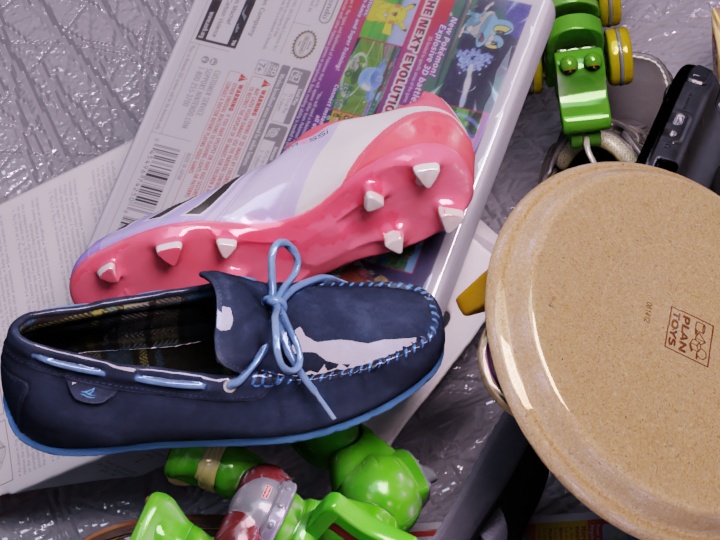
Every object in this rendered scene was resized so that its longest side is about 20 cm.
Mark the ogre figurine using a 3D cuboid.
[{"bbox_3d":[-0.040,0.124,1.086,0.119,0.098,0.200,23,31,1],"label":"ogre figurine"}]

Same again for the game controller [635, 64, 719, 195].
[{"bbox_3d":[0.143,-0.006,1.207,0.042,0.105,0.201,18,55,15],"label":"game controller"}]

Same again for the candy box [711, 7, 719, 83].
[{"bbox_3d":[0.252,-0.058,1.262,0.115,0.055,0.201,-6,49,4],"label":"candy box"}]

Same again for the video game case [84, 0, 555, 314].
[{"bbox_3d":[-0.020,-0.063,1.186,0.181,0.023,0.201,15,71,21],"label":"video game case"}]

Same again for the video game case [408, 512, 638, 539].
[{"bbox_3d":[0.100,0.174,1.118,0.199,0.017,0.144,-5,49,8],"label":"video game case"}]

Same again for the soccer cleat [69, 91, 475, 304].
[{"bbox_3d":[-0.041,-0.025,1.135,0.199,0.067,0.077,-20,34,10],"label":"soccer cleat"}]

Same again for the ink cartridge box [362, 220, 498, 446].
[{"bbox_3d":[0.000,0.000,1.228,0.117,0.067,0.200,-52,53,7],"label":"ink cartridge box"}]

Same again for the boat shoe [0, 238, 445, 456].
[{"bbox_3d":[-0.058,0.037,1.066,0.199,0.069,0.084,-14,44,-11],"label":"boat shoe"}]

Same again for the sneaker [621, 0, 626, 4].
[{"bbox_3d":[0.072,-0.102,1.325,0.198,0.080,0.130,-16,53,-8],"label":"sneaker"}]

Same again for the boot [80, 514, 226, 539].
[{"bbox_3d":[-0.124,0.174,1.148,0.199,0.075,0.097,-10,74,-12],"label":"boot"}]

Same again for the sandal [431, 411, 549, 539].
[{"bbox_3d":[0.054,0.142,1.092,0.043,0.076,0.201,16,54,19],"label":"sandal"}]

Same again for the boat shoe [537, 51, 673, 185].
[{"bbox_3d":[0.130,-0.047,1.271,0.071,0.066,0.201,8,52,18],"label":"boat shoe"}]

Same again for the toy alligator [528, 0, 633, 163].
[{"bbox_3d":[0.110,-0.110,1.243,0.059,0.054,0.201,-6,53,0],"label":"toy alligator"}]

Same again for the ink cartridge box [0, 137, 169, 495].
[{"bbox_3d":[-0.154,0.036,1.243,0.199,0.050,0.162,-25,62,23],"label":"ink cartridge box"}]

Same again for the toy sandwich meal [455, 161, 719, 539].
[{"bbox_3d":[0.131,0.041,1.082,0.204,0.070,0.206,13,60,-24],"label":"toy sandwich meal"}]
